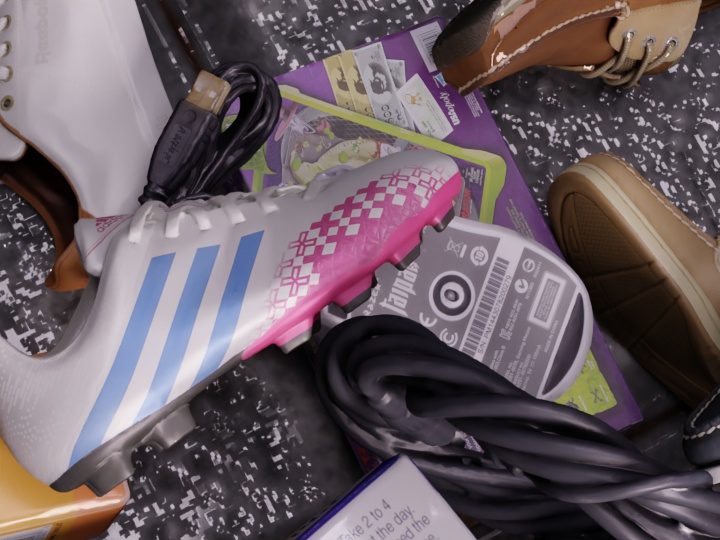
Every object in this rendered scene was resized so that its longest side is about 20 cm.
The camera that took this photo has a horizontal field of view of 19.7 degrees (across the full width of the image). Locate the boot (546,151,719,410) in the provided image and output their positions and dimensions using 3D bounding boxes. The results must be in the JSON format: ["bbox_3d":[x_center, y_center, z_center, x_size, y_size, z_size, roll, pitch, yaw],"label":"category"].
[{"bbox_3d":[0.191,-0.009,0.914,0.200,0.073,0.155,45,70,-3],"label":"boot"}]

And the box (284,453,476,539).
[{"bbox_3d":[-0.001,0.208,0.769,0.184,0.105,0.200,-38,87,-24],"label":"box"}]

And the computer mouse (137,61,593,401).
[{"bbox_3d":[0.000,0.000,0.838,0.199,0.044,0.110,25,80,-15],"label":"computer mouse"}]

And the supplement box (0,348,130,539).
[{"bbox_3d":[-0.192,0.085,0.774,0.199,0.069,0.067,-11,75,-22],"label":"supplement box"}]

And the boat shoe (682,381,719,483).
[{"bbox_3d":[0.192,0.011,0.839,0.200,0.075,0.061,-37,98,-29],"label":"boat shoe"}]

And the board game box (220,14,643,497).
[{"bbox_3d":[0.025,0.000,0.890,0.119,0.032,0.201,-21,79,-25],"label":"board game box"}]

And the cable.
[{"bbox_3d":[0.063,0.066,0.756,0.163,0.200,0.051,38,77,-9],"label":"cable"}]

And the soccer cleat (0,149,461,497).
[{"bbox_3d":[-0.053,-0.002,0.762,0.200,0.070,0.087,-37,92,-17],"label":"soccer cleat"}]

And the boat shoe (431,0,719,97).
[{"bbox_3d":[0.120,-0.122,0.927,0.199,0.076,0.074,-32,93,-32],"label":"boat shoe"}]

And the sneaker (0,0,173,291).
[{"bbox_3d":[-0.134,-0.087,0.845,0.084,0.073,0.201,-20,80,-24],"label":"sneaker"}]
